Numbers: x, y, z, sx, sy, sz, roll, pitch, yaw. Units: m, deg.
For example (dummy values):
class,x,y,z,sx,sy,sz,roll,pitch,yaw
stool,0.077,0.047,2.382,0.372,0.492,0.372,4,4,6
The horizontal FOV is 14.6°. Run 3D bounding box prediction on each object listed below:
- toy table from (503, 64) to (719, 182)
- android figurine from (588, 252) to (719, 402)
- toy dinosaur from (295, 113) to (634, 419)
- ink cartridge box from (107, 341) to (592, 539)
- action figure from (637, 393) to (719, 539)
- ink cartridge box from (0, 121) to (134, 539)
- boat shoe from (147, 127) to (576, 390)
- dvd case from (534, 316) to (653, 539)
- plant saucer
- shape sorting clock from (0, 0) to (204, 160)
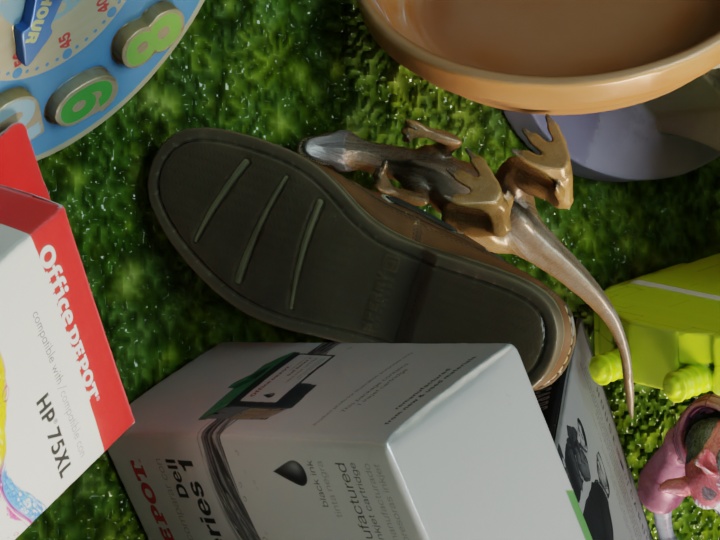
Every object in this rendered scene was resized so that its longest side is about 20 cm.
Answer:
class,x,y,z,sx,sy,sz,roll,pitch,yaw
toy table,0.177,-0.111,1.414,0.200,0.117,0.184,-27,106,-41
android figurine,0.197,0.027,1.378,0.200,0.182,0.041,-19,112,-43
toy dinosaur,0.068,-0.023,1.279,0.200,0.106,0.060,34,71,2
ink cartridge box,-0.001,0.110,1.180,0.084,0.200,0.146,-35,110,-35
action figure,0.209,0.081,1.398,0.200,0.134,0.149,1,86,-59
ink cartridge box,-0.162,0.045,1.103,0.200,0.067,0.116,-46,137,-34
boat shoe,0.000,0.000,1.230,0.072,0.200,0.068,-62,168,9
dvd case,0.110,0.121,1.325,0.200,0.025,0.151,-66,139,-72
plant saucer,0.097,-0.133,1.300,0.200,0.200,0.038,-44,141,-35
shape sorting clock,-0.123,-0.122,1.122,0.200,0.039,0.200,-30,144,-25
